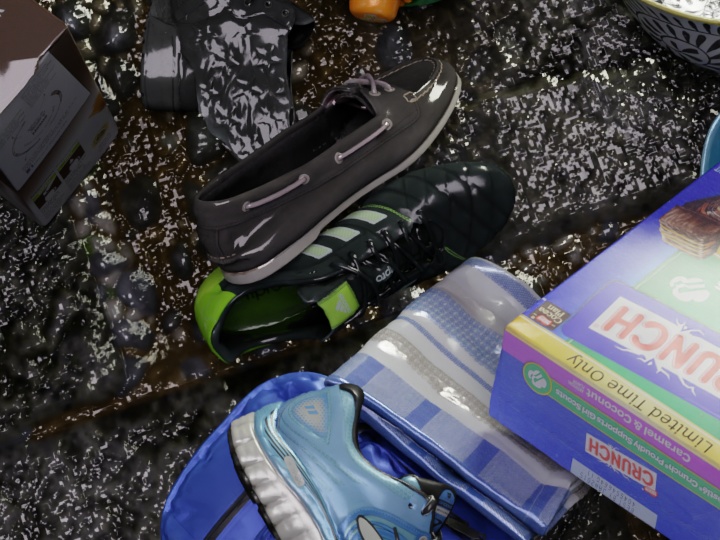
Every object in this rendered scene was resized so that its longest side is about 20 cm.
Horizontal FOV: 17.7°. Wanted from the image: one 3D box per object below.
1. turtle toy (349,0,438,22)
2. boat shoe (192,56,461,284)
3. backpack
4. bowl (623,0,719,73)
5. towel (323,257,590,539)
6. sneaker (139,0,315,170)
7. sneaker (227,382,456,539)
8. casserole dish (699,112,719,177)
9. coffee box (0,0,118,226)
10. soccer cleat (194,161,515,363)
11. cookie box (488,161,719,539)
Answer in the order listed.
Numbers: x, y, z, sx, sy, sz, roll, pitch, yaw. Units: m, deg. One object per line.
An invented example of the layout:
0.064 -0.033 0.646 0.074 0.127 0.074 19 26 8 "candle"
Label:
-0.008 -0.224 1.352 0.200 0.146 0.101 43 122 -4 "turtle toy"
-0.017 -0.072 1.328 0.200 0.067 0.057 -44 123 -26 "boat shoe"
-0.006 0.150 1.260 0.200 0.168 0.163 42 76 9 "backpack"
0.233 -0.173 1.340 0.201 0.094 0.201 -6 46 6 "bowl"
0.079 0.065 1.276 0.147 0.200 0.024 37 121 10 "towel"
-0.074 -0.156 1.381 0.104 0.060 0.200 6 84 4 "sneaker"
0.017 0.143 1.135 0.090 0.078 0.200 -31 85 -7 "sneaker"
0.258 -0.013 1.337 0.121 0.039 0.200 -1 77 19 "casserole dish"
-0.214 -0.108 1.300 0.114 0.200 0.080 36 82 8 "coffee box"
0.000 0.000 1.322 0.200 0.081 0.068 -24 116 4 "soccer cleat"
0.197 0.047 1.221 0.171 0.075 0.200 34 51 27 "cookie box"
